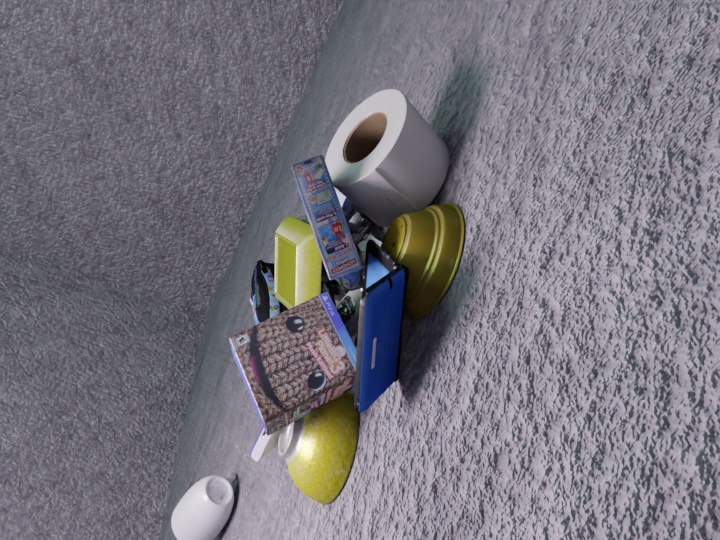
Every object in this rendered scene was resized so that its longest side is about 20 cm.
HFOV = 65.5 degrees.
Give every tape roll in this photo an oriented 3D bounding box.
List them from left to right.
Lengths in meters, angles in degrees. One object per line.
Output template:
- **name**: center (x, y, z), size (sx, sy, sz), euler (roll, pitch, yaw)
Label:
- **tape roll**: center (0.048, -0.203, 1.028), size (0.199, 0.138, 0.209), euler (-27, 45, 31)

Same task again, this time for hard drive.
- **hard drive**: center (-0.139, 0.291, 1.143), size (0.135, 0.025, 0.199), euler (-64, -17, 19)

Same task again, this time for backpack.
- **backpack**: center (-0.208, 0.095, 1.490), size (0.135, 0.176, 0.207), euler (124, 146, -53)

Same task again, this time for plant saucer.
- **plant saucer**: center (-0.141, 0.000, 1.191), size (0.198, 0.046, 0.209), euler (27, 117, 60)

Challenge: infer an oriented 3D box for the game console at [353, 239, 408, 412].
- **game console**: center (0.007, 0.082, 0.882), size (0.169, 0.115, 0.207), euler (-30, -50, -50)

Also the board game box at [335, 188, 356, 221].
- **board game box**: center (-0.015, -0.175, 1.227), size (0.200, 0.043, 0.201), euler (-51, -5, -30)

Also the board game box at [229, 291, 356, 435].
- **board game box**: center (-0.113, 0.164, 0.998), size (0.163, 0.195, 0.098), euler (59, 161, 20)

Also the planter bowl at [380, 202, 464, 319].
- **planter bowl**: center (0.084, -0.030, 0.934), size (0.202, 0.081, 0.205), euler (-53, 26, 40)

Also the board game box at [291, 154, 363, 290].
- **board game box**: center (-0.047, -0.051, 0.964), size (0.202, 0.060, 0.205), euler (77, 174, -59)

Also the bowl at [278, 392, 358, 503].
- **bowl**: center (-0.092, 0.317, 1.047), size (0.202, 0.105, 0.205), euler (-53, 26, 39)

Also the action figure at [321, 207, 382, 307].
- **action figure**: center (-0.036, -0.029, 1.150), size (0.205, 0.099, 0.119), euler (-62, 24, 13)

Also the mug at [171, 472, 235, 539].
- **mug**: center (-0.428, 0.664, 1.612), size (0.177, 0.147, 0.200), euler (-52, -5, 28)

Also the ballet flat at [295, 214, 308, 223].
- **ballet flat**: center (-0.099, -0.096, 1.333), size (0.070, 0.198, 0.075), euler (-13, 65, 30)

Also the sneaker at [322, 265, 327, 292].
- **sneaker**: center (-0.107, 0.015, 1.344), size (0.202, 0.069, 0.085), euler (100, -168, -58)

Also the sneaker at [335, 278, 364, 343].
- **sneaker**: center (-0.033, 0.102, 1.108), size (0.075, 0.077, 0.203), euler (58, 131, 37)

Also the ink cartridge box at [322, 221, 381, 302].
- **ink cartridge box**: center (0.000, 0.000, 1.215), size (0.199, 0.049, 0.166), euler (33, 102, 55)
